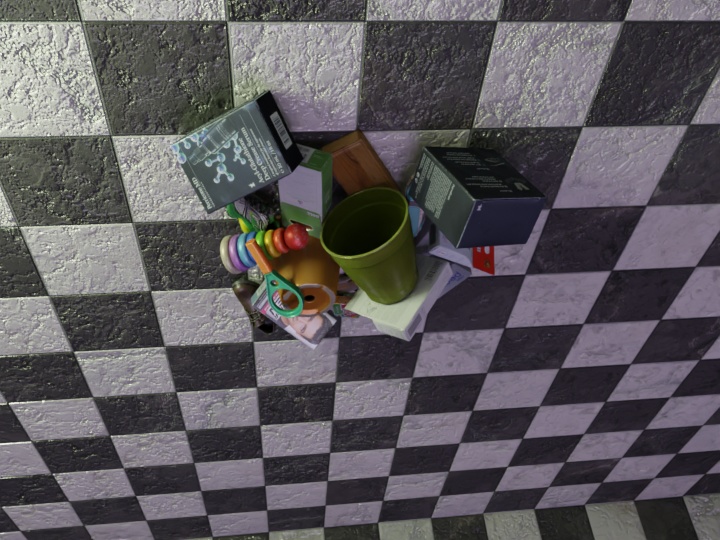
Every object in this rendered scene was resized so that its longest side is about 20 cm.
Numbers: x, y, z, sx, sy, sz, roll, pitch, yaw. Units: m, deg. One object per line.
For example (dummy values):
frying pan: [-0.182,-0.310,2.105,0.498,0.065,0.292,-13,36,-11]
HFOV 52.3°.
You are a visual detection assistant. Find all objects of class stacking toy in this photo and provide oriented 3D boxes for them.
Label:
stacking toy: [-0.200,-0.056,1.581,0.196,0.087,0.086,-15,142,19]

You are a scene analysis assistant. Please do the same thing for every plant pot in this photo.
plant pot: [0.040,-0.038,1.580,0.196,0.203,0.195,-18,133,13]
plant pot: [-0.125,-0.004,1.686,0.195,0.186,0.202,-5,142,-4]

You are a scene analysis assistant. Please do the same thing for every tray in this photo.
tray: [0.003,-0.207,1.577,0.097,0.038,0.200,-22,139,17]

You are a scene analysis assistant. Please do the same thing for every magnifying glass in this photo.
magnifying glass: [-0.186,0.019,1.570,0.078,0.023,0.202,-17,117,22]

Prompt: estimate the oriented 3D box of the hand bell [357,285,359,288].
hand bell: [0.000,0.000,1.719,0.102,0.106,0.201,-20,139,16]

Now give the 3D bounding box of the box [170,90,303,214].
box: [-0.234,-0.226,1.405,0.197,0.107,0.150,-23,108,18]

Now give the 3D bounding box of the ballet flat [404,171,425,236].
ballet flat: [0.123,-0.164,1.625,0.074,0.065,0.203,11,128,-14]

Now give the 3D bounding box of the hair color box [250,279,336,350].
hair color box: [-0.165,0.096,1.822,0.199,0.061,0.100,38,96,-20]

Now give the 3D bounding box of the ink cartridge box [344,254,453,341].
ink cartridge box: [0.087,0.047,1.651,0.174,0.201,0.045,16,149,39]

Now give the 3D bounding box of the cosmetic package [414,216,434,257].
cosmetic package: [0.161,-0.059,1.753,0.111,0.082,0.201,15,137,-24]

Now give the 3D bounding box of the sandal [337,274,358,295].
sandal: [-0.001,0.034,1.862,0.196,0.055,0.081,-20,141,14]

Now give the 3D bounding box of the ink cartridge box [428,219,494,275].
ink cartridge box: [0.242,-0.095,1.656,0.196,0.166,0.057,16,155,-26]

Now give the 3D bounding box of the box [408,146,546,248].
box: [0.234,-0.152,1.498,0.193,0.201,0.119,-4,129,-31]

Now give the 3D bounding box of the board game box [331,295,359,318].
board game box: [-0.090,0.090,1.913,0.195,0.031,0.096,8,156,-10]

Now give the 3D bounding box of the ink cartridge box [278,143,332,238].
ink cartridge box: [-0.116,-0.168,1.554,0.102,0.060,0.202,18,142,13]

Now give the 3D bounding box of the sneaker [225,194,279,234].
sneaker: [-0.232,-0.139,1.581,0.083,0.080,0.201,-4,152,16]

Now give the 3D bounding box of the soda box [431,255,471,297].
soda box: [0.167,0.024,1.740,0.068,0.064,0.199,27,130,-33]

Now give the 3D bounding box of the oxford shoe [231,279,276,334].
oxford shoe: [-0.263,0.095,1.868,0.071,0.086,0.201,-18,139,16]
